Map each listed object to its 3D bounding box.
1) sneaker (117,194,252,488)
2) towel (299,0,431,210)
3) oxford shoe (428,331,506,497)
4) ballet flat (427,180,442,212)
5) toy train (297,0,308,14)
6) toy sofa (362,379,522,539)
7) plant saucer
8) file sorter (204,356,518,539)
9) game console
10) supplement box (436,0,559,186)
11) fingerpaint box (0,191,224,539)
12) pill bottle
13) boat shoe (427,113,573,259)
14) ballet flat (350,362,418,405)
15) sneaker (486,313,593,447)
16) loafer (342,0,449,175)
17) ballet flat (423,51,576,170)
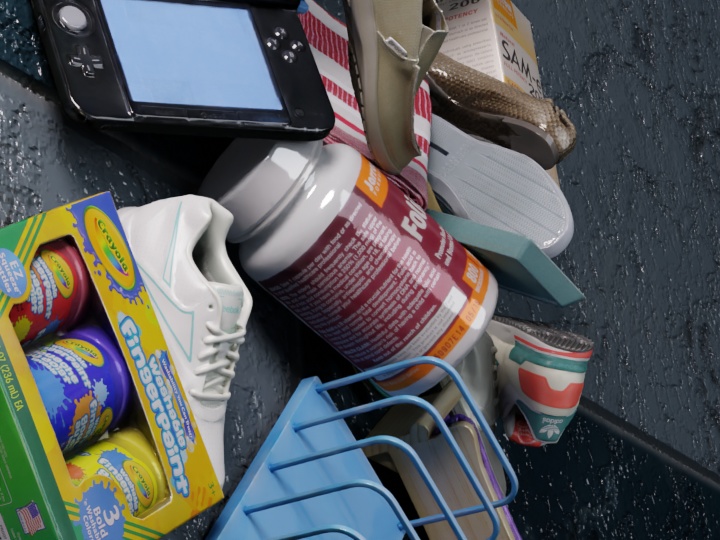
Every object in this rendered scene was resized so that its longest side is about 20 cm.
[{"bbox_3d":[-0.108,0.047,1.468,0.070,0.080,0.201,12,65,-60],"label":"sneaker"},{"bbox_3d":[-0.005,-0.131,1.715,0.144,0.023,0.200,34,26,-15],"label":"towel"},{"bbox_3d":[0.082,0.084,1.772,0.075,0.058,0.201,-154,-137,-71],"label":"oxford shoe"},{"bbox_3d":[0.029,-0.038,1.779,0.200,0.068,0.063,55,48,-26],"label":"ballet flat"},{"bbox_3d":[-0.099,-0.243,1.626,0.200,0.087,0.114,14,19,-47],"label":"toy train"},{"bbox_3d":[0.088,0.186,1.713,0.201,0.097,0.083,65,29,-11],"label":"toy sofa"},{"bbox_3d":[0.080,-0.013,1.670,0.070,0.200,0.019,45,78,-30],"label":"plant saucer"},{"bbox_3d":[0.007,0.170,1.544,0.139,0.122,0.200,60,33,-21],"label":"file sorter"},{"bbox_3d":[-0.101,-0.187,1.499,0.199,0.116,0.176,1,55,-33],"label":"game console"},{"bbox_3d":[0.108,-0.128,1.938,0.126,0.073,0.201,32,46,-65],"label":"supplement box"},{"bbox_3d":[-0.176,0.071,1.337,0.167,0.073,0.201,-26,96,-61],"label":"fingerpaint box"},{"bbox_3d":[-0.010,-0.014,1.608,0.200,0.114,0.114,41,38,-20],"label":"pill bottle"},{"bbox_3d":[0.098,-0.059,1.809,0.200,0.073,0.067,42,-12,39],"label":"boat shoe"},{"bbox_3d":[0.000,0.000,1.712,0.071,0.070,0.201,-41,112,-60],"label":"ballet flat"},{"bbox_3d":[0.123,0.086,1.819,0.070,0.200,0.094,11,92,-14],"label":"sneaker"},{"bbox_3d":[0.026,-0.152,1.569,0.076,0.068,0.201,-103,-176,-52],"label":"loafer"},{"bbox_3d":[0.089,-0.137,1.828,0.046,0.200,0.068,-44,142,-25],"label":"ballet flat"}]
